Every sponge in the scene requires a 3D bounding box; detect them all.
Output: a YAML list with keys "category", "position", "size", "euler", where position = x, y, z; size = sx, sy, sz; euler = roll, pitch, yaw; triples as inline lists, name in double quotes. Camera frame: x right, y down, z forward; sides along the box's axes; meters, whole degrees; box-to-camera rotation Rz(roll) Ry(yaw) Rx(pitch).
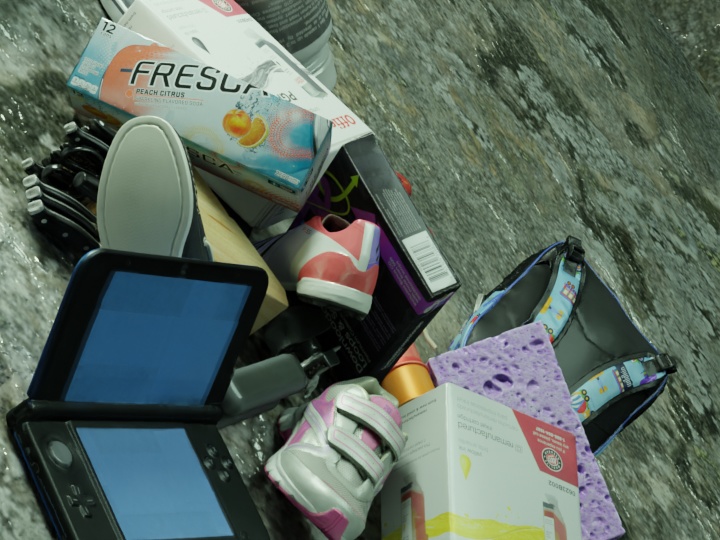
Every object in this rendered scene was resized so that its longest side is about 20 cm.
- category: "sponge"
  position: [0.139, 0.153, 1.867]
  size: [0.030, 0.111, 0.200]
  euler: [126, -55, -69]

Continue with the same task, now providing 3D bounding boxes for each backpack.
- category: "backpack"
  position: [0.160, 0.098, 1.988]
  size: [0.183, 0.135, 0.200]
  euler: [51, 53, -3]

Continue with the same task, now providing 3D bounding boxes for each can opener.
- category: "can opener"
  position: [-0.074, 0.077, 1.651]
  size: [0.067, 0.053, 0.200]
  euler: [56, 24, 4]

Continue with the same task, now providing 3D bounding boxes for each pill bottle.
- category: "pill bottle"
  position: [-0.089, -0.243, 1.932]
  size: [0.113, 0.113, 0.200]
  euler: [-91, 167, -56]

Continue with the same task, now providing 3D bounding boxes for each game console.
- category: "game console"
  position: [-0.119, 0.093, 1.427]
  size: [0.200, 0.118, 0.171]
  euler: [6, 50, -55]

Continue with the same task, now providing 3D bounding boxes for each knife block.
- category: "knife block"
  position: [-0.158, -0.020, 1.610]
  size: [0.200, 0.064, 0.176]
  euler: [54, 22, 0]

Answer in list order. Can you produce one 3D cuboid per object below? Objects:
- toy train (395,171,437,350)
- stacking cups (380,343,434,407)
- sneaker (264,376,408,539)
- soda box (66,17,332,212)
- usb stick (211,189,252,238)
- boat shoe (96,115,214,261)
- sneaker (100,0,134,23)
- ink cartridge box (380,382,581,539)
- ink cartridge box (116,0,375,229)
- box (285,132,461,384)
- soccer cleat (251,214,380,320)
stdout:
- category: "toy train"
  position: [-0.001, -0.019, 1.894]
  size: [0.116, 0.085, 0.200]
  euler: [23, 29, -34]
- category: "stacking cups"
  position: [0.053, 0.138, 1.824]
  size: [0.060, 0.060, 0.200]
  euler: [32, 25, -43]
- category: "sneaker"
  position: [-0.012, 0.131, 1.616]
  size: [0.081, 0.088, 0.200]
  euler: [46, 14, -18]
- category: "soda box"
  position: [-0.123, -0.119, 1.686]
  size: [0.200, 0.064, 0.068]
  euler: [24, -14, 4]
- category: "usb stick"
  position: [-0.103, -0.073, 1.843]
  size: [0.055, 0.033, 0.200]
  euler: [47, 22, -14]
- category: "boat shoe"
  position: [-0.136, -0.009, 1.542]
  size: [0.060, 0.074, 0.200]
  euler: [-14, 98, -67]
- category: "sneaker"
  position: [-0.193, -0.287, 1.921]
  size: [0.078, 0.079, 0.200]
  euler: [31, 32, -47]
- category: "ink cartridge box"
  position: [0.094, 0.207, 1.664]
  size: [0.145, 0.083, 0.200]
  euler: [24, 51, -34]
- category: "ink cartridge box"
  position: [-0.105, -0.139, 1.808]
  size: [0.200, 0.085, 0.146]
  euler: [45, 25, 8]
- category: "box"
  position: [0.000, 0.000, 1.753]
  size: [0.036, 0.200, 0.143]
  euler: [-23, 73, -28]
- category: "soccer cleat"
  position: [-0.037, -0.011, 1.721]
  size: [0.068, 0.073, 0.200]
  euler: [20, -1, -23]
